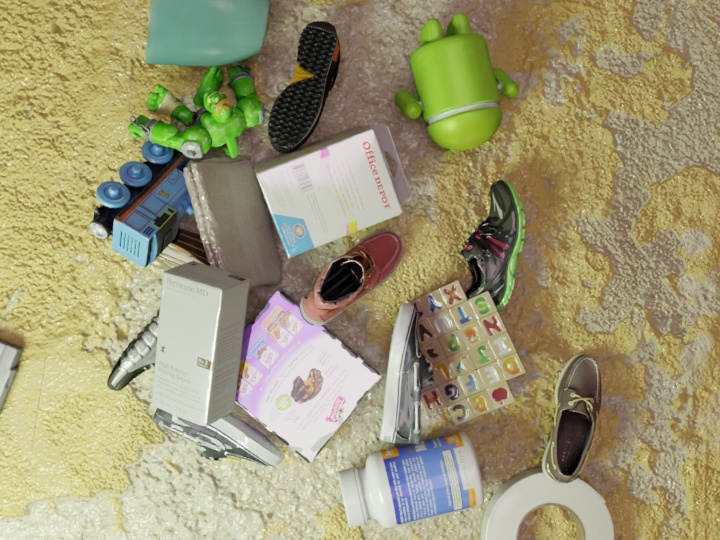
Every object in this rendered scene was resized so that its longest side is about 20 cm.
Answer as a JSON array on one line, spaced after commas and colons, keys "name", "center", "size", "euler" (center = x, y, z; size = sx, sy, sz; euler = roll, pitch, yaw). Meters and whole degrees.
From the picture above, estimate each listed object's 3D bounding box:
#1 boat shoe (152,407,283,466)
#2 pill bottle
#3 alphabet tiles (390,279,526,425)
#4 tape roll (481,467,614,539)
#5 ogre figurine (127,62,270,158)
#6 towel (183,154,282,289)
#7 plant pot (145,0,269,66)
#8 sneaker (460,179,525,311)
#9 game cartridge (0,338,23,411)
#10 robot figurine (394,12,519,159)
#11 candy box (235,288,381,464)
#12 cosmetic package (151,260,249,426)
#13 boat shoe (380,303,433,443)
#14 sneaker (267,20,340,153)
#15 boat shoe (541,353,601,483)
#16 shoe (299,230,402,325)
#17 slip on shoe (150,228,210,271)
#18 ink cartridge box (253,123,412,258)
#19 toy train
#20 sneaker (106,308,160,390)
[{"name": "boat shoe", "center": [-0.211, 0.246, 1.282], "size": [0.199, 0.072, 0.068], "euler": [29, 90, -3]}, {"name": "pill bottle", "center": [0.071, 0.311, 1.278], "size": [0.199, 0.112, 0.113], "euler": [-12, 90, -4]}, {"name": "alphabet tiles", "center": [0.145, 0.124, 1.308], "size": [0.166, 0.006, 0.201], "euler": [-25, 91, 17]}, {"name": "tape roll", "center": [0.285, 0.402, 1.327], "size": [0.202, 0.037, 0.204], "euler": [0, 90, -3]}, {"name": "ogre figurine", "center": [-0.216, -0.224, 1.249], "size": [0.120, 0.200, 0.098], "euler": [39, 130, 28]}, {"name": "towel", "center": [-0.183, -0.067, 1.260], "size": [0.034, 0.132, 0.201], "euler": [-13, 92, 35]}, {"name": "plant pot", "center": [-0.213, -0.381, 1.232], "size": [0.160, 0.201, 0.202], "euler": [6, 89, -15]}, {"name": "sneaker", "center": [0.195, -0.039, 1.306], "size": [0.083, 0.077, 0.201], "euler": [8, 88, -7]}, {"name": "game cartridge", "center": [-0.590, 0.185, 1.281], "size": [0.129, 0.038, 0.201], "euler": [22, 88, -7]}, {"name": "robot figurine", "center": [0.141, -0.269, 1.284], "size": [0.175, 0.116, 0.201], "euler": [-14, 91, -8]}, {"name": "candy box", "center": [-0.097, 0.154, 1.289], "size": [0.200, 0.072, 0.168], "euler": [40, 87, -2]}, {"name": "cosmetic package", "center": [-0.220, 0.099, 1.195], "size": [0.101, 0.074, 0.201], "euler": [15, 109, 24]}, {"name": "boat shoe", "center": [0.073, 0.150, 1.270], "size": [0.067, 0.072, 0.201], "euler": [7, 77, 1]}, {"name": "sneaker", "center": [-0.072, -0.258, 1.283], "size": [0.070, 0.090, 0.201], "euler": [17, 83, 15]}, {"name": "boat shoe", "center": [0.322, 0.218, 1.304], "size": [0.072, 0.060, 0.201], "euler": [19, 76, 1]}, {"name": "shoe", "center": [0.000, 0.000, 1.256], "size": [0.200, 0.091, 0.072], "euler": [-40, 87, -26]}, {"name": "slip on shoe", "center": [-0.267, -0.019, 1.287], "size": [0.199, 0.076, 0.061], "euler": [25, 119, -8]}, {"name": "ink cartridge box", "center": [-0.038, -0.122, 1.258], "size": [0.199, 0.125, 0.129], "euler": [-21, 104, -4]}, {"name": "toy train", "center": [-0.292, -0.100, 1.233], "size": [0.114, 0.087, 0.200], "euler": [31, 49, 3]}, {"name": "sneaker", "center": [-0.273, 0.122, 1.281], "size": [0.115, 0.075, 0.200], "euler": [39, 96, -15]}]
